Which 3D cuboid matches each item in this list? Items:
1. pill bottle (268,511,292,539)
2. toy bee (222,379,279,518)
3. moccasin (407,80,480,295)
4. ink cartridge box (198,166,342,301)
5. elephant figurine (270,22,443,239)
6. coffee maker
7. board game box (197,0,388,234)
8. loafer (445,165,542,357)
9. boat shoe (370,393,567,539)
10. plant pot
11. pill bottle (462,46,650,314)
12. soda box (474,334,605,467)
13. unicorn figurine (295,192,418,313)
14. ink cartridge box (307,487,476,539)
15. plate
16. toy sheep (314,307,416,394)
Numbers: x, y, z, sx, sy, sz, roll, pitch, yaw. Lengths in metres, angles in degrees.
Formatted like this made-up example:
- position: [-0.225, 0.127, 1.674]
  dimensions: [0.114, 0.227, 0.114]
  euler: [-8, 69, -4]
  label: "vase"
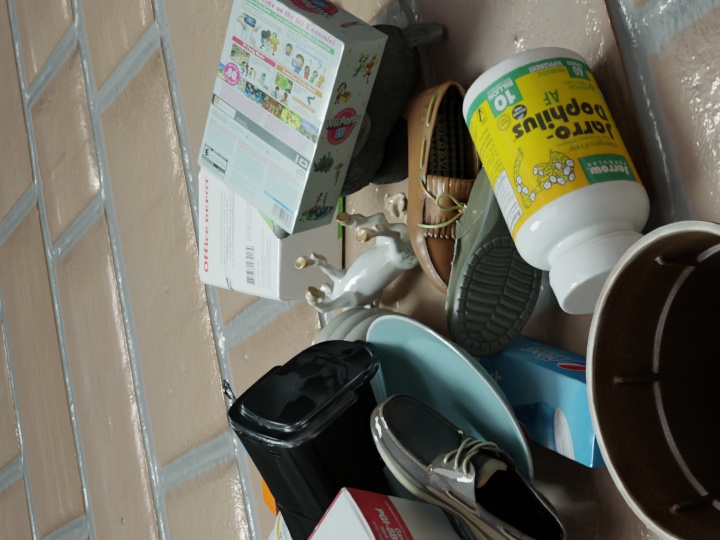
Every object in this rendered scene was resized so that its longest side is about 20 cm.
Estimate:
- position: [-0.021, 0.266, 1.530]
  dimensions: [0.200, 0.112, 0.112]
  euler: [-46, 55, 52]
  label: "pill bottle"
- position: [-0.072, 0.188, 1.643]
  dimensions: [0.131, 0.109, 0.200]
  euler: [56, 163, 29]
  label: "toy bee"
- position: [0.087, -0.075, 1.366]
  dimensions: [0.078, 0.074, 0.201]
  euler: [154, 119, -66]
  label: "moccasin"
- position: [-0.104, -0.048, 1.667]
  dimensions: [0.200, 0.084, 0.146]
  euler: [11, 102, 58]
  label: "ink cartridge box"
- position: [-0.007, -0.135, 1.459]
  dimensions: [0.155, 0.141, 0.200]
  euler: [160, 112, -73]
  label: "elephant figurine"
- position: [-0.027, 0.192, 1.307]
  dimensions: [0.135, 0.192, 0.200]
  euler: [-6, 125, 30]
  label: "coffee maker"
- position: [-0.069, -0.159, 1.390]
  dimensions: [0.148, 0.064, 0.200]
  euler: [37, 125, 30]
  label: "board game box"
- position: [0.120, -0.019, 1.291]
  dimensions: [0.070, 0.075, 0.200]
  euler: [159, 130, -71]
  label: "loafer"
- position: [0.097, 0.169, 1.223]
  dimensions: [0.200, 0.074, 0.073]
  euler: [40, 144, 6]
  label: "boat shoe"
- position: [0.281, 0.064, 0.924]
  dimensions: [0.200, 0.198, 0.200]
  euler: [11, 103, 58]
  label: "plant pot"
- position: [0.165, -0.071, 1.188]
  dimensions: [0.113, 0.113, 0.200]
  euler: [-51, 50, 49]
  label: "pill bottle"
- position: [0.161, 0.106, 1.260]
  dimensions: [0.200, 0.064, 0.068]
  euler: [20, 109, 58]
  label: "soda box"
- position: [0.000, 0.000, 1.463]
  dimensions: [0.200, 0.137, 0.074]
  euler: [-27, 64, 32]
  label: "unicorn figurine"
- position: [0.042, 0.279, 1.253]
  dimensions: [0.147, 0.200, 0.083]
  euler: [-58, 38, 19]
  label: "ink cartridge box"
- position: [0.082, 0.116, 1.277]
  dimensions: [0.200, 0.026, 0.200]
  euler: [41, 153, 25]
  label: "plate"
- position: [0.017, 0.101, 1.439]
  dimensions: [0.200, 0.138, 0.138]
  euler: [23, 112, 45]
  label: "toy sheep"
